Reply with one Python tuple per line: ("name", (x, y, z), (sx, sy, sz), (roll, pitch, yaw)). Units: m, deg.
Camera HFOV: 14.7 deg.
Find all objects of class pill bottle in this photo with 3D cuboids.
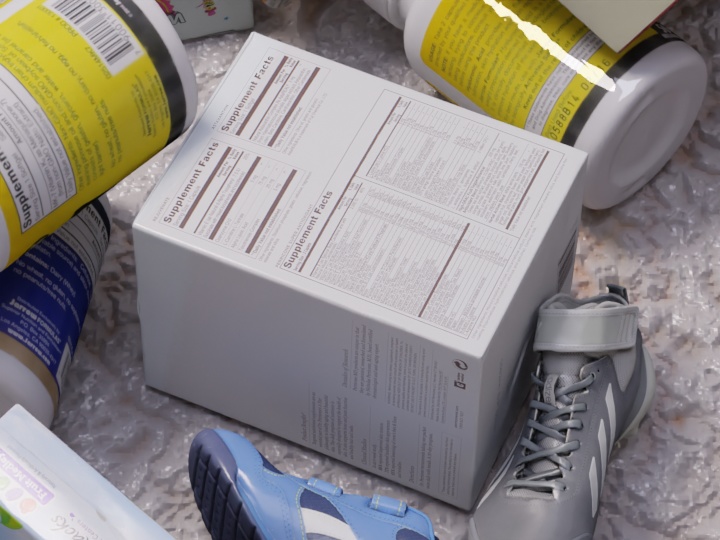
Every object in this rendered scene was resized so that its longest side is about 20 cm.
("pill bottle", (-0.201, -0.005, 1.532), (0.115, 0.116, 0.201), (9, 54, 6))
("pill bottle", (0.096, -0.135, 1.632), (0.200, 0.111, 0.111), (40, 63, 24))
("pill bottle", (-0.190, -0.066, 1.436), (0.114, 0.114, 0.200), (38, 59, 23))

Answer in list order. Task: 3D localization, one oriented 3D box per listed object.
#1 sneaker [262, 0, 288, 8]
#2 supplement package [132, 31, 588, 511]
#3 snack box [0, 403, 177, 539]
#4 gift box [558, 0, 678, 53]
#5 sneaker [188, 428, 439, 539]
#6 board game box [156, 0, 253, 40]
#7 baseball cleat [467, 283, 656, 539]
("sneaker", (-0.046, -0.214, 1.660), (0.077, 0.078, 0.200), (39, 19, 1))
("supplement package", (0.000, 0.000, 1.509), (0.199, 0.152, 0.151), (21, 56, 13))
("snack box", (-0.113, 0.174, 1.389), (0.200, 0.142, 0.053), (39, 63, 23))
("gift box", (0.141, -0.257, 1.523), (0.187, 0.185, 0.200), (41, 29, -10))
("sneaker", (-0.010, 0.150, 1.455), (0.082, 0.074, 0.200), (-38, 71, -26))
("board game box", (-0.160, -0.227, 1.724), (0.147, 0.064, 0.201), (-13, 57, -10))
("baseball cleat", (0.099, 0.081, 1.467), (0.069, 0.107, 0.200), (1, 34, 23))
